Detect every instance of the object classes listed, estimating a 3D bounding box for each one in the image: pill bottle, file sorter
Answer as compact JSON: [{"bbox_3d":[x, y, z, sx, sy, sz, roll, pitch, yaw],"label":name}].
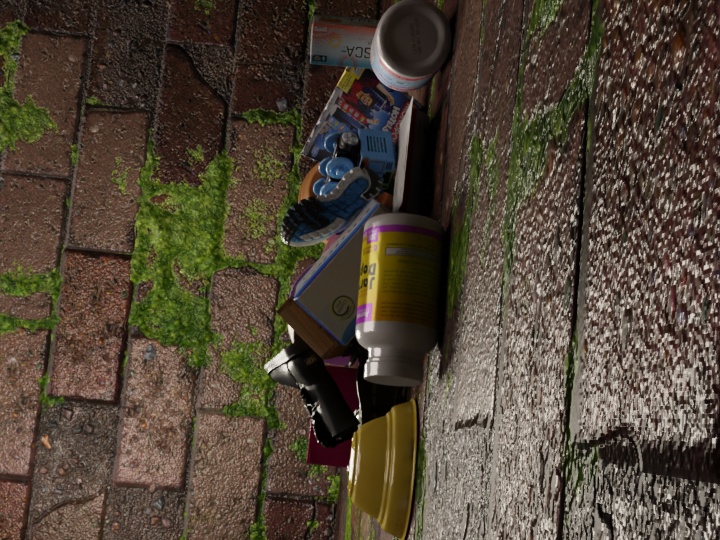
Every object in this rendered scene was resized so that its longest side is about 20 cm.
[{"bbox_3d":[0.048,0.038,1.346,0.104,0.103,0.201,106,169,-75],"label":"pill bottle"},{"bbox_3d":[0.069,-0.321,1.589,0.200,0.108,0.110,-160,75,-88],"label":"pill bottle"},{"bbox_3d":[-0.012,0.222,1.870,0.126,0.138,0.201,-86,3,-60],"label":"file sorter"}]

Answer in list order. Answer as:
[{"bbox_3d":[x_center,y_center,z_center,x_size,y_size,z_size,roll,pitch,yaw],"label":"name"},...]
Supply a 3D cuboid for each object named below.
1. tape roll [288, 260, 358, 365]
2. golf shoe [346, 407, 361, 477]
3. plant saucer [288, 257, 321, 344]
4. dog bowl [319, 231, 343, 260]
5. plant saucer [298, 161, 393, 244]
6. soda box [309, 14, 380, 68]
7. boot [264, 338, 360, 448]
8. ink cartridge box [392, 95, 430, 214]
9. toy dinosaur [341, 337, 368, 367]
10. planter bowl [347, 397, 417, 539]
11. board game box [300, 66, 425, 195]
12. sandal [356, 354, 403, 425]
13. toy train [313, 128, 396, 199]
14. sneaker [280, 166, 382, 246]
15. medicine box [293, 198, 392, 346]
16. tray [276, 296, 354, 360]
[{"bbox_3d":[-0.036,0.073,2.019,0.066,0.199,0.202,172,104,-86],"label":"tape roll"},{"bbox_3d":[0.029,0.291,1.765,0.088,0.077,0.201,-119,27,-48],"label":"golf shoe"},{"bbox_3d":[-0.062,0.051,1.839,0.200,0.029,0.201,-46,-29,-36],"label":"plant saucer"},{"bbox_3d":[0.000,0.000,1.789,0.200,0.073,0.201,-43,-37,-45],"label":"dog bowl"},{"bbox_3d":[-0.012,-0.132,1.911,0.038,0.199,0.201,80,-168,-61],"label":"plant saucer"},{"bbox_3d":[0.020,-0.359,1.726,0.064,0.198,0.069,-90,5,-65],"label":"soda box"},{"bbox_3d":[-0.076,0.200,1.708,0.169,0.076,0.200,63,161,6],"label":"boot"},{"bbox_3d":[0.082,-0.162,1.652,0.200,0.057,0.164,148,128,-82],"label":"ink cartridge box"},{"bbox_3d":[0.052,0.088,1.608,0.200,0.102,0.136,-56,-5,-47],"label":"toy dinosaur"},{"bbox_3d":[0.027,0.276,1.528,0.200,0.083,0.202,-175,90,-87],"label":"planter bowl"},{"bbox_3d":[0.028,-0.226,1.851,0.201,0.200,0.062,-58,-15,27],"label":"board game box"},{"bbox_3d":[0.039,0.203,1.685,0.055,0.081,0.201,47,-142,-68],"label":"sandal"},{"bbox_3d":[-0.012,-0.147,1.791,0.201,0.113,0.087,108,164,-48],"label":"toy train"},{"bbox_3d":[-0.047,-0.079,1.684,0.200,0.075,0.087,-33,-21,-35],"label":"sneaker"},{"bbox_3d":[0.000,-0.003,1.584,0.182,0.103,0.200,-48,4,2],"label":"medicine box"},{"bbox_3d":[-0.062,0.085,1.644,0.037,0.099,0.200,-45,-7,3],"label":"tray"}]
